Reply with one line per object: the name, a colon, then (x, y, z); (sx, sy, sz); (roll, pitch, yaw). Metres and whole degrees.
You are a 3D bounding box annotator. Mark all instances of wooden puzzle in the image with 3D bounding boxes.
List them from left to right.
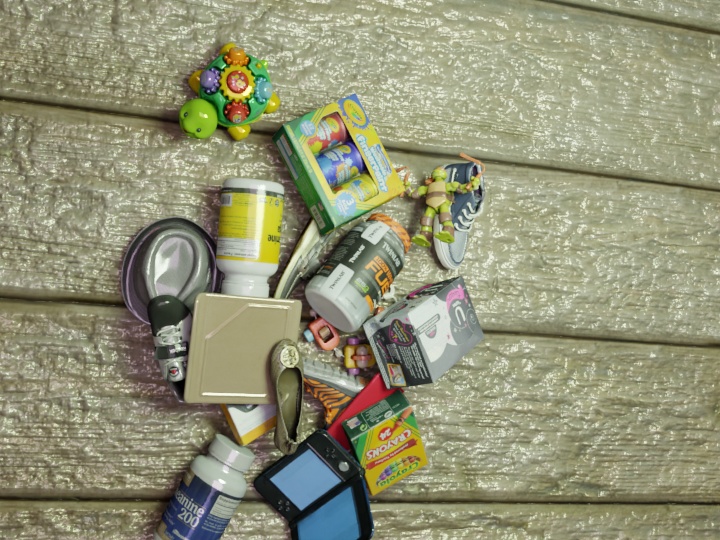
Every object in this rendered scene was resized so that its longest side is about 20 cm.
wooden puzzle: (-0.202, 0.136, 1.256); (0.196, 0.037, 0.189); (5, 97, -28)

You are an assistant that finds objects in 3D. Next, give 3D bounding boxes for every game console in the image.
game console: (-0.087, 0.413, 1.277); (0.199, 0.119, 0.171); (-41, 100, 24)

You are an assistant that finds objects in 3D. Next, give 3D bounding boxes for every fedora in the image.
fedora: (-0.327, 0.007, 1.268); (0.174, 0.090, 0.204); (21, 86, -13)

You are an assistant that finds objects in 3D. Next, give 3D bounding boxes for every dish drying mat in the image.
dish drying mat: (-0.008, 0.278, 1.324); (0.076, 0.018, 0.201); (37, 98, -31)

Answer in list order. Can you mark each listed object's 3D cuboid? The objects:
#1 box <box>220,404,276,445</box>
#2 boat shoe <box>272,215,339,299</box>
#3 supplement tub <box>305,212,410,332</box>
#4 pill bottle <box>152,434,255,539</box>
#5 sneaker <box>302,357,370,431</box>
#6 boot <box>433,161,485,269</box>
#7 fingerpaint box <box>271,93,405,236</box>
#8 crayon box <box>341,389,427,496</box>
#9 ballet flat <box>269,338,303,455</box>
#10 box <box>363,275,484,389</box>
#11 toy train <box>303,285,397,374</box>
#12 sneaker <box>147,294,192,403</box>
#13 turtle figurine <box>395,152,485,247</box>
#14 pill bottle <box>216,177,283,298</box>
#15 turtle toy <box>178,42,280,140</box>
box: (-0.206, 0.195, 1.313); (0.118, 0.041, 0.203); (-26, 95, -30)
boat shoe: (-0.099, -0.016, 1.334); (0.064, 0.073, 0.203); (28, 84, -7)
supplement tub: (0.000, 0.000, 1.323); (0.122, 0.122, 0.201); (42, 68, -11)
pill bottle: (-0.268, 0.397, 1.278); (0.110, 0.111, 0.202); (30, 84, -12)
sneaker: (-0.067, 0.238, 1.345); (0.196, 0.078, 0.114); (21, 100, 0)
boot: (0.191, -0.105, 1.387); (0.072, 0.089, 0.205); (-6, 92, -40)
fingerpaint box: (-0.038, -0.192, 1.319); (0.165, 0.073, 0.203); (-28, 91, -27)
crayon box: (0.051, 0.328, 1.340); (0.125, 0.051, 0.202); (-27, 129, -12)
ballet flat: (-0.123, 0.221, 1.263); (0.066, 0.046, 0.205); (-2, 97, -30)
box: (0.119, 0.108, 1.321); (0.199, 0.113, 0.134); (-29, 100, -50)
toy train: (0.000, 0.110, 1.370); (0.198, 0.056, 0.152); (-29, 98, -12)
sneaker: (-0.309, 0.137, 1.230); (0.073, 0.089, 0.203); (-13, 124, -7)
turtle figurine: (0.134, -0.127, 1.352); (0.196, 0.064, 0.164); (-1, 67, 23)
pill bottle: (-0.197, -0.055, 1.289); (0.110, 0.112, 0.205); (5, 90, -14)
turtle toy: (-0.235, -0.306, 1.282); (0.200, 0.101, 0.146); (-44, 100, -10)
